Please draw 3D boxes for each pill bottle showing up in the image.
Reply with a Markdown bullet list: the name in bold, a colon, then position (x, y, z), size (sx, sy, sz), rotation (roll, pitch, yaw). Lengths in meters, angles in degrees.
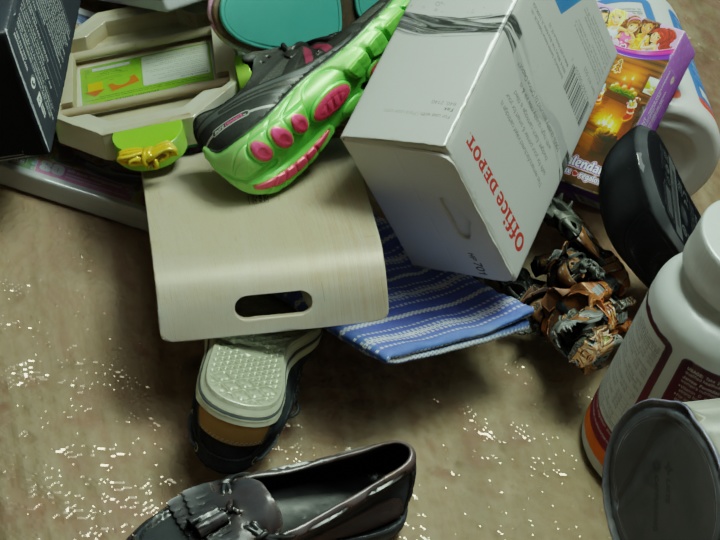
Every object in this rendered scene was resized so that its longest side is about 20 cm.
- **pill bottle**: position (0.198, -0.147, 1.919), size (0.112, 0.112, 0.200), rotation (8, 42, -17)
- **pill bottle**: position (0.225, 0.055, 1.635), size (0.110, 0.200, 0.110), rotation (13, 41, -11)

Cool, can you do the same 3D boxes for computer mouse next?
- **computer mouse**: position (0.207, -0.016, 1.754), size (0.053, 0.200, 0.139), rotation (-16, 43, 19)

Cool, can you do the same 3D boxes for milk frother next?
- **milk frother**: position (0.279, 0.163, 1.518), size (0.188, 0.181, 0.200), rotation (-5, 7, -33)

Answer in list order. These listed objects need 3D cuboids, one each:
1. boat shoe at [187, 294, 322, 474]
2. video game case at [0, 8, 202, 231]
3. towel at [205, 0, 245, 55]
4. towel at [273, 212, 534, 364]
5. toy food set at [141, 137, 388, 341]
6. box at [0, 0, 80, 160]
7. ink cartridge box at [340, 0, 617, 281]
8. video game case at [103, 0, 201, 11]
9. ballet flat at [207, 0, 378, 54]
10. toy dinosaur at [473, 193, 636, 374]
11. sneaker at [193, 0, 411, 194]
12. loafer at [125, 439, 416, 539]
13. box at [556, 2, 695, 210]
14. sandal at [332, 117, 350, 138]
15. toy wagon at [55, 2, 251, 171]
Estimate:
- **boat shoe**: position (-0.070, 0.065, 1.600), size (0.075, 0.062, 0.200), rotation (16, 25, 0)
- **video game case**: position (-0.169, -0.107, 1.778), size (0.143, 0.018, 0.200), rotation (18, 40, -5)
- **towel**: position (-0.033, -0.179, 1.812), size (0.171, 0.048, 0.200), rotation (-8, 37, 11)
- **towel**: position (0.000, 0.000, 1.682), size (0.145, 0.024, 0.200), rotation (-13, 35, -43)
- **toy food set**: position (-0.065, -0.020, 1.636), size (0.143, 0.060, 0.200), rotation (-6, 29, -6)
- **box**: position (-0.276, -0.167, 1.687), size (0.148, 0.104, 0.200), rotation (-7, 40, 10)
- **ink cartridge box**: position (0.083, -0.116, 1.658), size (0.086, 0.146, 0.200), rotation (10, 59, 31)
- **video game case**: position (-0.097, -0.228, 1.825), size (0.182, 0.022, 0.200), rotation (-20, 17, -21)
- **ballet flat**: position (-0.020, -0.187, 1.723), size (0.200, 0.069, 0.071), rotation (-13, 19, -23)
- **toy dinosaur**: position (0.138, 0.008, 1.754), size (0.136, 0.102, 0.200), rotation (35, 2, -7)
- **sneaker**: position (-0.030, -0.132, 1.653), size (0.084, 0.077, 0.200), rotation (33, 56, 30)
- **loafer**: position (-0.053, 0.141, 1.518), size (0.200, 0.063, 0.072), rotation (-12, 50, -34)
- **box**: position (0.123, -0.137, 1.827), size (0.200, 0.039, 0.137), rotation (22, 77, 27)
- **sandal**: position (-0.017, -0.127, 1.838), size (0.078, 0.070, 0.212), rotation (-31, 38, -18)
- **toy wagon**: position (-0.147, -0.119, 1.709), size (0.155, 0.040, 0.200), rotation (-11, 38, 1)
